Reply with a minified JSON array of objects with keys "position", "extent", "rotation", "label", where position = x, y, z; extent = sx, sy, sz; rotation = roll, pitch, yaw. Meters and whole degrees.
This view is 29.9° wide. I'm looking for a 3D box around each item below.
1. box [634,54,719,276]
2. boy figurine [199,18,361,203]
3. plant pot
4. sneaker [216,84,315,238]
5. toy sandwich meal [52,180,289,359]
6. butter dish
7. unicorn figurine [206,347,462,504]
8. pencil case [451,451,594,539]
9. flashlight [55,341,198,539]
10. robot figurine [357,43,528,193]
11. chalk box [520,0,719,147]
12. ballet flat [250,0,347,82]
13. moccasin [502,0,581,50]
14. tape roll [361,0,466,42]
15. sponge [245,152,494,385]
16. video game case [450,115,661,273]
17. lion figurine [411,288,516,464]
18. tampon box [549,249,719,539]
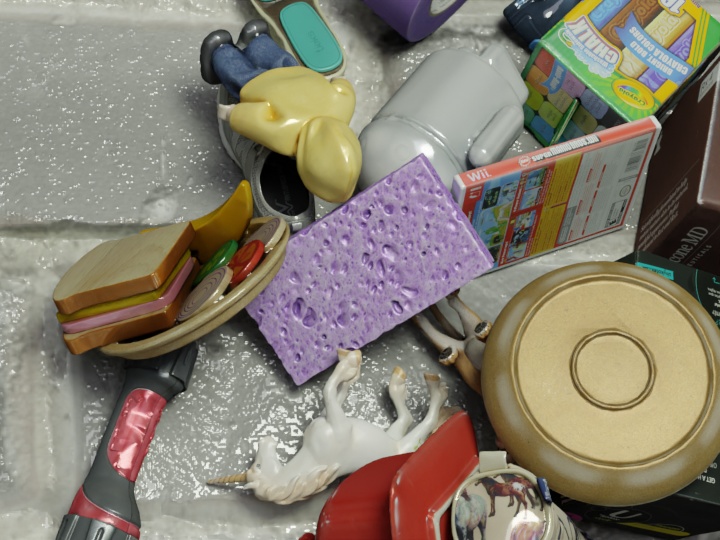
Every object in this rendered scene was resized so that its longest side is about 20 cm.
[{"position":[0.379,-0.068,1.236],"extent":[0.199,0.166,0.165],"rotation":[17,66,-3],"label":"box"},{"position":[-0.054,-0.137,1.149],"extent":[0.124,0.065,0.200],"rotation":[-23,55,-29],"label":"boy figurine"},{"position":[0.193,0.080,1.040],"extent":[0.198,0.028,0.201],"rotation":[-1,67,1],"label":"plant pot"},{"position":[-0.074,-0.107,1.208],"extent":[0.074,0.082,0.201],"rotation":[-15,70,-17],"label":"sneaker"},{"position":[-0.153,-0.003,1.103],"extent":[0.205,0.205,0.071],"rotation":[-40,112,-22],"label":"toy sandwich meal"},{"position":[0.017,0.227,1.044],"extent":[0.147,0.200,0.201],"rotation":[-5,100,21],"label":"butter dish"},{"position":[-0.010,0.137,1.119],"extent":[0.199,0.074,0.138],"rotation":[17,83,-12],"label":"unicorn figurine"},{"position":[0.133,0.209,1.036],"extent":[0.077,0.200,0.090],"rotation":[2,67,24],"label":"pencil case"},{"position":[-0.184,0.144,1.092],"extent":[0.067,0.068,0.201],"rotation":[20,66,-1],"label":"flashlight"},{"position":[0.070,-0.118,1.210],"extent":[0.200,0.169,0.113],"rotation":[-50,118,-25],"label":"robot figurine"},{"position":[0.226,-0.177,1.274],"extent":[0.124,0.125,0.200],"rotation":[44,65,8],"label":"chalk box"},{"position":[-0.068,-0.243,1.278],"extent":[0.069,0.070,0.201],"rotation":[-14,65,-16],"label":"ballet flat"},{"position":[0.212,-0.312,1.348],"extent":[0.068,0.080,0.201],"rotation":[37,64,-7],"label":"moccasin"},{"position":[0.078,-0.318,1.262],"extent":[0.085,0.200,0.200],"rotation":[40,66,8],"label":"tape roll"},{"position":[0.000,0.000,1.138],"extent":[0.199,0.030,0.112],"rotation":[-32,96,13],"label":"sponge"},{"position":[0.165,-0.060,1.204],"extent":[0.199,0.143,0.018],"rotation":[-18,57,-18],"label":"video game case"},{"position":[0.109,0.079,1.147],"extent":[0.072,0.200,0.122],"rotation":[-41,117,10],"label":"lion figurine"},{"position":[0.248,0.110,1.138],"extent":[0.149,0.126,0.201],"rotation":[17,63,-27],"label":"tampon box"}]
